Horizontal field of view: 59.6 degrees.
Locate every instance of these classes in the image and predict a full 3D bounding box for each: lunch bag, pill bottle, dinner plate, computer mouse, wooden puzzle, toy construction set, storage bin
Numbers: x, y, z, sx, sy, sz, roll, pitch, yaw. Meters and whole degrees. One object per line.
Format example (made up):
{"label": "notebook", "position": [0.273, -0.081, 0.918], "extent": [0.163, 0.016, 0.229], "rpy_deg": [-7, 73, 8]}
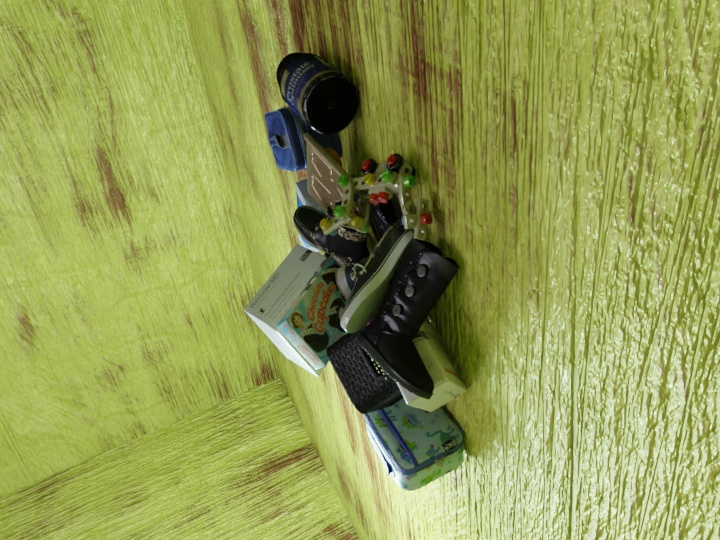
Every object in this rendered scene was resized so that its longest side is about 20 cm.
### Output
{"label": "lunch bag", "position": [0.102, 0.324, 1.245], "extent": [0.201, 0.158, 0.084], "rpy_deg": [-128, 23, -49]}
{"label": "pill bottle", "position": [-0.090, -0.344, 1.192], "extent": [0.200, 0.110, 0.114], "rpy_deg": [-130, 25, -48]}
{"label": "dinner plate", "position": [0.056, -0.095, 1.157], "extent": [0.200, 0.024, 0.204], "rpy_deg": [161, 91, -74]}
{"label": "lunch bag", "position": [-0.133, -0.289, 1.361], "extent": [0.200, 0.130, 0.139], "rpy_deg": [-154, 46, -68]}
{"label": "computer mouse", "position": [0.055, -0.051, 1.112], "extent": [0.204, 0.033, 0.059], "rpy_deg": [70, 163, -2]}
{"label": "wooden puzzle", "position": [-0.040, -0.158, 1.237], "extent": [0.186, 0.046, 0.201], "rpy_deg": [48, 161, 22]}
{"label": "toy construction set", "position": [0.030, -0.113, 1.019], "extent": [0.197, 0.134, 0.092], "rpy_deg": [8, 161, 36]}
{"label": "storage bin", "position": [0.034, 0.179, 1.183], "extent": [0.137, 0.093, 0.199], "rpy_deg": [60, -164, 17]}

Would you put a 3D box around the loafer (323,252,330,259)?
{"label": "loafer", "position": [0.000, 0.000, 1.299], "extent": [0.199, 0.068, 0.077], "rpy_deg": [36, 147, 29]}

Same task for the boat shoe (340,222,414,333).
{"label": "boat shoe", "position": [0.020, 0.008, 1.045], "extent": [0.068, 0.201, 0.074], "rpy_deg": [32, 177, 30]}

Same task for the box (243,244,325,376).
{"label": "box", "position": [-0.120, 0.090, 1.419], "extent": [0.129, 0.200, 0.201], "rpy_deg": [21, 156, 41]}

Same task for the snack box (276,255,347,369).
{"label": "snack box", "position": [-0.069, 0.077, 1.216], "extent": [0.037, 0.201, 0.117], "rpy_deg": [-26, 112, 43]}

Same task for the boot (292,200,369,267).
{"label": "boot", "position": [-0.054, -0.091, 1.199], "extent": [0.203, 0.073, 0.155], "rpy_deg": [40, 158, 20]}

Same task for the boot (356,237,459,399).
{"label": "boot", "position": [0.098, 0.072, 0.986], "extent": [0.164, 0.202, 0.065], "rpy_deg": [38, -172, 32]}

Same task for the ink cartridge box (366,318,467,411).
{"label": "ink cartridge box", "position": [0.092, 0.135, 1.102], "extent": [0.202, 0.084, 0.144], "rpy_deg": [62, -168, 26]}

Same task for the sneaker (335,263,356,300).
{"label": "sneaker", "position": [0.042, 0.043, 1.197], "extent": [0.200, 0.107, 0.071], "rpy_deg": [48, -151, -50]}

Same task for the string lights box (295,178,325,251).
{"label": "string lights box", "position": [-0.091, -0.130, 1.457], "extent": [0.060, 0.101, 0.202], "rpy_deg": [59, 160, 30]}
